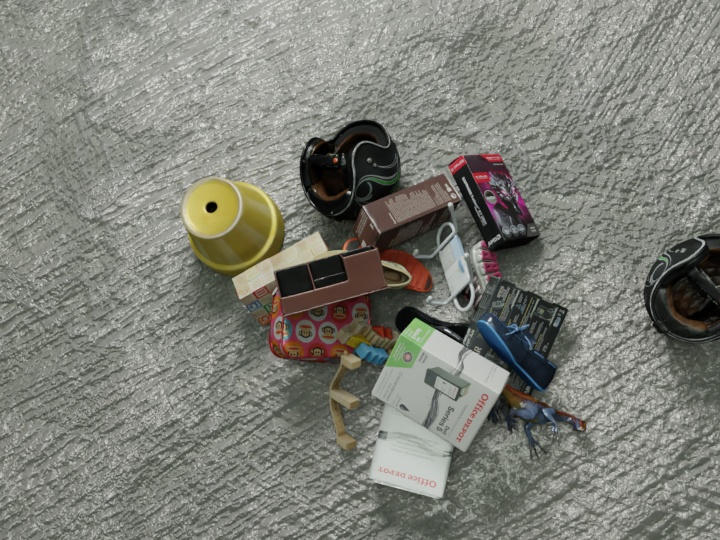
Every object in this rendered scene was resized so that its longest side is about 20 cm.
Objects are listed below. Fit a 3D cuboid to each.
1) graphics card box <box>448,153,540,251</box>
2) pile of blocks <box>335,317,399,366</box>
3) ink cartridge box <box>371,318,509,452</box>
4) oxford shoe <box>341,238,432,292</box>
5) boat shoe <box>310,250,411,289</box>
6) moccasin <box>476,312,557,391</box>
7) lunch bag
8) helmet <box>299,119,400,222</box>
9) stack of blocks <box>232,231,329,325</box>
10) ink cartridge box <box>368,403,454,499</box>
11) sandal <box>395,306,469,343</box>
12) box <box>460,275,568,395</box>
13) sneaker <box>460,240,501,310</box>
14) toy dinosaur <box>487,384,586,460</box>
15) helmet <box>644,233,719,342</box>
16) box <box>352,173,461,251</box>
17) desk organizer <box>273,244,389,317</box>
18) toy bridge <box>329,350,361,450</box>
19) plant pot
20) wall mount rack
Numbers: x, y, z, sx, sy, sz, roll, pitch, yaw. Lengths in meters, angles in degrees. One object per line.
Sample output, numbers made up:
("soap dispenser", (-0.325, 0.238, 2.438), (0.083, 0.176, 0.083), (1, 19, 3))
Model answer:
("graphics card box", (0.270, -0.140, 1.430), (0.051, 0.125, 0.200), (-37, 69, 44))
("pile of blocks", (0.053, 0.146, 1.369), (0.200, 0.082, 0.062), (22, 122, -24))
("ink cartridge box", (0.143, 0.203, 1.272), (0.200, 0.084, 0.146), (30, 117, 12))
("oxford shoe", (0.053, -0.005, 1.466), (0.200, 0.073, 0.071), (26, 68, -4))
("boat shoe", (0.000, 0.000, 1.379), (0.199, 0.063, 0.074), (4, 92, -11))
("moccasin", (0.288, 0.138, 1.306), (0.068, 0.080, 0.200), (-48, 118, -9))
("lunch bag", (-0.077, 0.093, 1.406), (0.200, 0.082, 0.177), (9, 77, -27))
("helmet", (-0.010, -0.203, 1.451), (0.200, 0.191, 0.201), (13, 111, 35))
("stack of blocks", (-0.145, 0.018, 1.453), (0.200, 0.115, 0.059), (-29, 53, 1))
("ink cartridge box", (0.110, 0.320, 1.368), (0.144, 0.084, 0.201), (12, 79, 12))
("sandal", (0.160, 0.133, 1.411), (0.200, 0.043, 0.076), (16, 111, 17))
("box", (0.285, 0.132, 1.357), (0.160, 0.044, 0.200), (23, 90, -14))
("sneaker", (0.237, 0.043, 1.419), (0.087, 0.074, 0.200), (-9, 96, 44))
("toy dinosaur", (0.336, 0.261, 1.320), (0.181, 0.105, 0.201), (-8, 88, -31))
("helmet", (0.621, 0.033, 1.293), (0.200, 0.191, 0.201), (9, 108, 29))
("box", (0.092, -0.111, 1.425), (0.200, 0.100, 0.075), (-25, 73, -24))
("desk organizer", (-0.056, 0.017, 1.307), (0.199, 0.072, 0.077), (-15, 100, -6))
("toy bridge", (-0.033, 0.248, 1.389), (0.067, 0.027, 0.201), (23, 117, 45))
("plant pot", (-0.277, -0.103, 1.470), (0.200, 0.189, 0.201), (-2, 76, 9))
("wall mount rack", (0.172, -0.027, 1.367), (0.074, 0.174, 0.200), (4, 55, -27))
